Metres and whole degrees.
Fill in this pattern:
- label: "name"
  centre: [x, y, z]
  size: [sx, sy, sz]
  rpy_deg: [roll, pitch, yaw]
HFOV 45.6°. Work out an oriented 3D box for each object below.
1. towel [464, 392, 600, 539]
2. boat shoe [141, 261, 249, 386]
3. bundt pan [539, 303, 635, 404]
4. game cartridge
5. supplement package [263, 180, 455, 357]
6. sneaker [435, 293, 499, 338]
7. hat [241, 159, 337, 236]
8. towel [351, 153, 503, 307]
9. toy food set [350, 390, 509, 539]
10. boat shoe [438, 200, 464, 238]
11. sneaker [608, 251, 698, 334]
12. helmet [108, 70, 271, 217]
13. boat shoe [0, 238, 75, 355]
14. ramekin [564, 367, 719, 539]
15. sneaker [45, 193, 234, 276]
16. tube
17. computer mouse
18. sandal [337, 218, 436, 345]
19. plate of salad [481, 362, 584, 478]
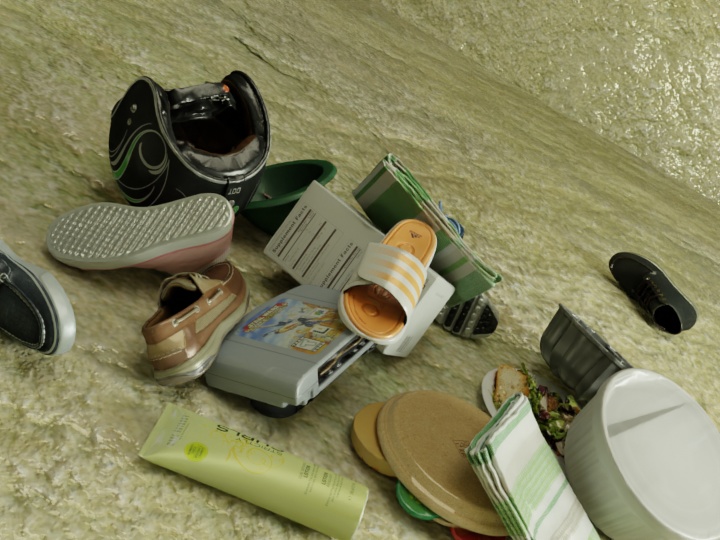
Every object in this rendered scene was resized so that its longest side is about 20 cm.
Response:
- label: "towel"
  centre: [0.186, 0.233, 0.855]
  size: [0.202, 0.031, 0.149]
  rpy_deg: [60, 32, 2]
- label: "boat shoe"
  centre: [-0.165, 0.034, 0.868]
  size: [0.201, 0.075, 0.073]
  rpy_deg: [-79, 147, -64]
- label: "bundt pan"
  centre: [0.321, 0.140, 1.160]
  size: [0.201, 0.076, 0.202]
  rpy_deg: [41, 10, -9]
- label: "game cartridge"
  centre: [-0.065, 0.071, 0.898]
  size: [0.131, 0.042, 0.200]
  rpy_deg: [15, 29, 26]
- label: "supplement package"
  centre: [0.000, 0.000, 1.051]
  size: [0.199, 0.110, 0.114]
  rpy_deg: [39, 4, 19]
- label: "sneaker"
  centre: [0.107, 0.024, 1.204]
  size: [0.198, 0.076, 0.081]
  rpy_deg: [30, 17, 1]
- label: "hat"
  centre: [-0.087, -0.044, 1.184]
  size: [0.197, 0.178, 0.166]
  rpy_deg: [-8, 25, 12]
- label: "towel"
  centre: [0.076, -0.044, 1.058]
  size: [0.200, 0.152, 0.023]
  rpy_deg: [47, 69, -3]
- label: "toy food set"
  centre: [0.098, 0.203, 0.892]
  size: [0.198, 0.049, 0.198]
  rpy_deg: [1, 38, -46]
- label: "boat shoe"
  centre: [0.118, -0.064, 1.368]
  size: [0.084, 0.069, 0.199]
  rpy_deg: [39, 27, 19]
- label: "sneaker"
  centre: [0.543, 0.038, 1.615]
  size: [0.200, 0.075, 0.106]
  rpy_deg: [42, 26, 22]
- label: "helmet"
  centre: [-0.211, -0.145, 1.038]
  size: [0.198, 0.190, 0.203]
  rpy_deg: [12, 67, -31]
- label: "boat shoe"
  centre: [-0.342, 0.017, 0.758]
  size: [0.199, 0.072, 0.090]
  rpy_deg: [35, 27, 26]
- label: "ramekin"
  centre: [0.323, 0.222, 0.980]
  size: [0.200, 0.094, 0.205]
  rpy_deg: [18, 50, -22]
- label: "sneaker"
  centre: [-0.236, -0.024, 0.946]
  size: [0.197, 0.105, 0.076]
  rpy_deg: [-9, 65, -11]
- label: "tube"
  centre: [-0.091, 0.176, 0.750]
  size: [0.198, 0.053, 0.058]
  rpy_deg: [24, -15, -1]
- label: "computer mouse"
  centre: [-0.040, 0.103, 0.905]
  size: [0.058, 0.035, 0.199]
  rpy_deg: [15, 30, 38]
- label: "sandal"
  centre: [0.036, -0.009, 0.918]
  size: [0.078, 0.060, 0.208]
  rpy_deg: [23, 43, 5]
- label: "plate of salad"
  centre: [0.243, 0.184, 1.077]
  size: [0.198, 0.048, 0.201]
  rpy_deg: [24, 26, -12]
